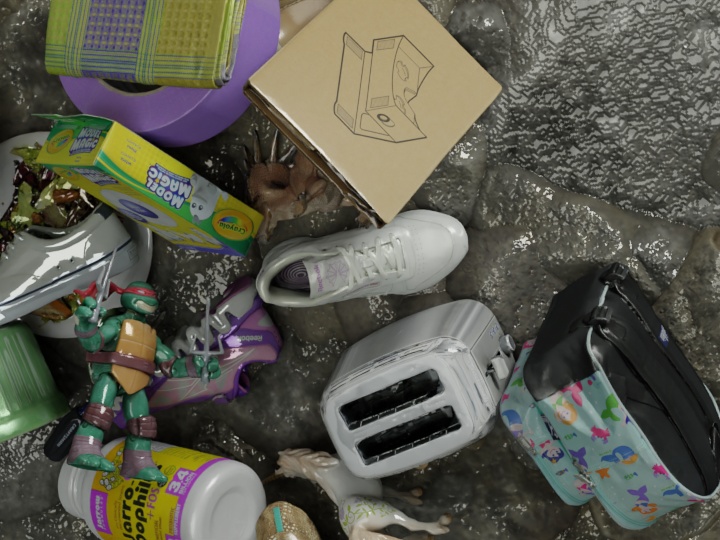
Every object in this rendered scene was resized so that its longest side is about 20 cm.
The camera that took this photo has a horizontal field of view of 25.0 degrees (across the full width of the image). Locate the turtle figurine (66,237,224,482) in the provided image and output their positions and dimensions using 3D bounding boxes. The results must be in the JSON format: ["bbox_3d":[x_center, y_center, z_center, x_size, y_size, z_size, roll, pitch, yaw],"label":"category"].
[{"bbox_3d":[-0.200,0.081,1.447,0.149,0.100,0.202,14,79,-28],"label":"turtle figurine"}]

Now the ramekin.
[{"bbox_3d":[-0.381,0.120,1.522,0.198,0.200,0.099,-19,92,15],"label":"ramekin"}]

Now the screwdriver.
[{"bbox_3d":[-0.244,0.115,1.574,0.200,0.028,0.029,-45,63,21],"label":"screwdriver"}]

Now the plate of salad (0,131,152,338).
[{"bbox_3d":[-0.294,-0.030,1.539,0.198,0.048,0.202,3,104,11],"label":"plate of salad"}]

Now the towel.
[{"bbox_3d":[-0.179,-0.227,1.374,0.198,0.023,0.145,6,86,29],"label":"towel"}]

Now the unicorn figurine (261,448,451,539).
[{"bbox_3d":[0.000,0.206,1.508,0.136,0.200,0.075,7,102,-19],"label":"unicorn figurine"}]

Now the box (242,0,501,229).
[{"bbox_3d":[0.015,-0.153,1.381,0.163,0.200,0.021,44,143,-4],"label":"box"}]

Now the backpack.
[{"bbox_3d":[0.225,0.121,1.410,0.150,0.178,0.200,-37,102,32],"label":"backpack"}]

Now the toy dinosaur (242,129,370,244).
[{"bbox_3d":[-0.032,-0.105,1.457,0.200,0.135,0.086,-45,134,-3],"label":"toy dinosaur"}]

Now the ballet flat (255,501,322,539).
[{"bbox_3d":[-0.059,0.258,1.518,0.070,0.200,0.066,-13,68,-3],"label":"ballet flat"}]

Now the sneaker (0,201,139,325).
[{"bbox_3d":[-0.303,-0.003,1.495,0.198,0.073,0.071,-24,101,3],"label":"sneaker"}]

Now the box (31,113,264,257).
[{"bbox_3d":[-0.194,-0.078,1.423,0.199,0.117,0.049,34,74,-33],"label":"box"}]

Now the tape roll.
[{"bbox_3d":[-0.170,-0.212,1.415,0.198,0.065,0.202,-5,80,27],"label":"tape roll"}]

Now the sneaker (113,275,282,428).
[{"bbox_3d":[-0.152,0.097,1.532,0.200,0.081,0.089,-37,102,17],"label":"sneaker"}]

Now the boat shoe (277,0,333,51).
[{"bbox_3d":[-0.090,-0.188,1.448,0.199,0.066,0.074,-33,96,17],"label":"boat shoe"}]

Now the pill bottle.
[{"bbox_3d":[-0.191,0.215,1.525,0.199,0.104,0.105,7,108,38],"label":"pill bottle"}]

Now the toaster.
[{"bbox_3d":[0.044,0.111,1.466,0.198,0.129,0.115,-22,99,16],"label":"toaster"}]

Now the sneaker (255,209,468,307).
[{"bbox_3d":[0.000,0.000,1.462,0.198,0.100,0.076,-13,100,13],"label":"sneaker"}]
